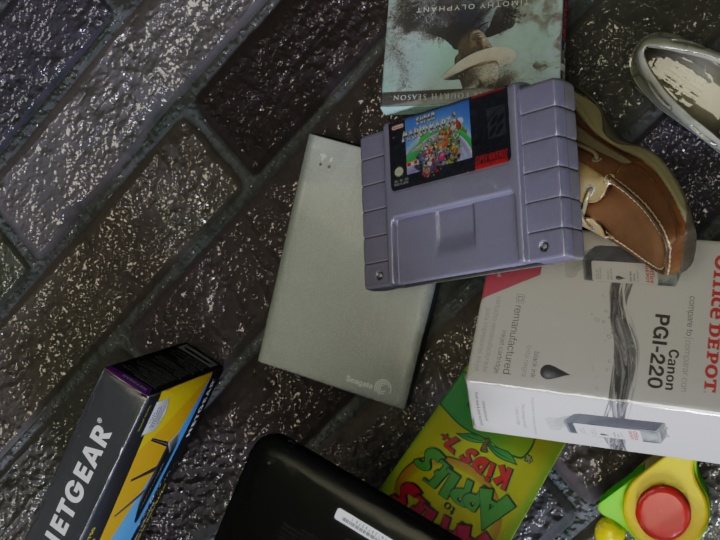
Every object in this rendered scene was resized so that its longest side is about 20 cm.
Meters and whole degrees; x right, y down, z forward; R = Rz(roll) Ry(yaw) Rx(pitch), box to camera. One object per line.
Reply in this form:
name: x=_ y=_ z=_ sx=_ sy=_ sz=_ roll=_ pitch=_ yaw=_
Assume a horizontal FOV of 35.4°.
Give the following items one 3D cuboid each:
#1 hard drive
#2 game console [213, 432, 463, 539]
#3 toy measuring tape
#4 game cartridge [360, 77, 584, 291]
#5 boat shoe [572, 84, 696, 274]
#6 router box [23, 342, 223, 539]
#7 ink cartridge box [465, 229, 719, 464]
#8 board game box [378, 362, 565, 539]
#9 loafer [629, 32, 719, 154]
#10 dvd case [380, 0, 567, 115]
hard drive: x=0.000 y=0.000 z=0.958 sx=0.137 sy=0.033 sz=0.204 roll=16 pitch=99 yaw=15
game console: x=-0.002 y=0.227 z=0.807 sx=0.198 sy=0.116 sz=0.178 roll=27 pitch=101 yaw=16
toy measuring tape: x=0.265 y=0.159 z=0.870 sx=0.200 sy=0.073 sz=0.074 roll=-42 pitch=82 yaw=16
game cartridge: x=0.075 y=-0.060 z=0.842 sx=0.198 sy=0.038 sz=0.132 roll=-11 pitch=82 yaw=46
boat shoe: x=0.169 y=-0.062 z=0.831 sx=0.073 sy=0.201 sz=0.077 roll=-19 pitch=130 yaw=-12
router box: x=-0.206 y=0.169 z=0.974 sx=0.051 sy=0.149 sz=0.202 roll=29 pitch=102 yaw=13
ink cartridge box: x=0.188 y=0.052 z=0.844 sx=0.196 sy=0.085 sz=0.148 roll=6 pitch=59 yaw=15
board game box: x=0.079 y=0.166 z=0.863 sx=0.101 sy=0.200 sz=0.048 roll=32 pitch=137 yaw=11
loafer: x=0.288 y=-0.112 z=0.840 sx=0.198 sy=0.070 sz=0.071 roll=32 pitch=102 yaw=13
dvd case: x=0.092 y=-0.222 z=0.886 sx=0.143 sy=0.022 sz=0.204 roll=1 pitch=77 yaw=18
